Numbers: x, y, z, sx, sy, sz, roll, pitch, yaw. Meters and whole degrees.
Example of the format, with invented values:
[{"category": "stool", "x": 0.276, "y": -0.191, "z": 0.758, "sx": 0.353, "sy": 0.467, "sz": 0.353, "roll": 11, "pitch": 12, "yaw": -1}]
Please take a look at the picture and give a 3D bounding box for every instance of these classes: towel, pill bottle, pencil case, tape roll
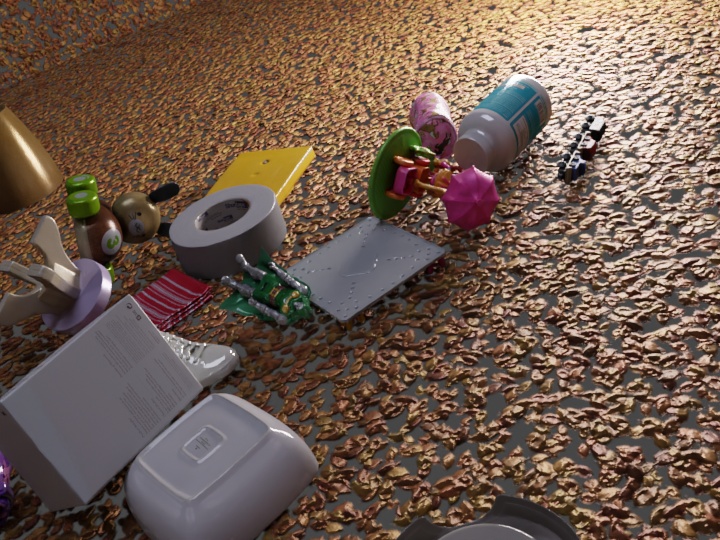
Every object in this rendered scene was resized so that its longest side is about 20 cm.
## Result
[{"category": "towel", "x": -0.345, "y": 0.069, "z": 1.395, "sx": 0.199, "sy": 0.023, "sz": 0.143, "roll": -37, "pitch": 35, "yaw": -27}, {"category": "pill bottle", "x": 0.238, "y": -0.244, "z": 1.484, "sx": 0.109, "sy": 0.113, "sz": 0.200, "roll": 11, "pitch": 42, "yaw": 39}, {"category": "pencil case", "x": 0.129, "y": -0.259, "z": 1.567, "sx": 0.082, "sy": 0.087, "sz": 0.201, "roll": -32, "pitch": 19, "yaw": 13}, {"category": "tape roll", "x": -0.230, "y": -0.070, "z": 1.508, "sx": 0.195, "sy": 0.067, "sz": 0.202, "roll": -14, "pitch": 32, "yaw": 9}]

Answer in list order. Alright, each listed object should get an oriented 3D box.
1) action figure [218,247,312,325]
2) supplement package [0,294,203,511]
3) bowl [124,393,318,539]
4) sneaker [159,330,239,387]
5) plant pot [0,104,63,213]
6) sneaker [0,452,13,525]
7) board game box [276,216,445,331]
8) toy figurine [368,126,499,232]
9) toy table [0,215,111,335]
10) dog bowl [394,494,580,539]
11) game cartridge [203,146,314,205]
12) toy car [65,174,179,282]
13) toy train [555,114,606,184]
[{"category": "action figure", "x": -0.133, "y": 0.032, "z": 1.292, "sx": 0.198, "sy": 0.055, "sz": 0.120, "roll": 22, "pitch": 77, "yaw": 46}, {"category": "supplement package", "x": -0.333, "y": 0.164, "z": 1.067, "sx": 0.200, "sy": 0.153, "sz": 0.150, "roll": -45, "pitch": 12, "yaw": -37}, {"category": "bowl", "x": -0.171, "y": 0.228, "z": 1.007, "sx": 0.199, "sy": 0.076, "sz": 0.198, "roll": -38, "pitch": 38, "yaw": -28}, {"category": "sneaker", "x": -0.269, "y": 0.119, "z": 1.217, "sx": 0.195, "sy": 0.086, "sz": 0.073, "roll": -7, "pitch": 31, "yaw": 15}, {"category": "plant pot", "x": -0.811, "y": -0.265, "z": 1.988, "sx": 0.182, "sy": 0.203, "sz": 0.188, "roll": -13, "pitch": 32, "yaw": 8}, {"category": "sneaker", "x": -0.470, "y": 0.276, "z": 1.094, "sx": 0.086, "sy": 0.082, "sz": 0.202, "roll": -1, "pitch": 39, "yaw": 14}, {"category": "board game box", "x": 0.000, "y": 0.000, "z": 1.315, "sx": 0.198, "sy": 0.026, "sz": 0.199, "roll": -33, "pitch": 34, "yaw": -23}, {"category": "toy figurine", "x": 0.139, "y": -0.127, "z": 1.373, "sx": 0.181, "sy": 0.154, "sz": 0.198, "roll": 23, "pitch": 18, "yaw": 29}, {"category": "toy table", "x": -0.502, "y": 0.020, "z": 1.409, "sx": 0.197, "sy": 0.116, "sz": 0.188, "roll": -11, "pitch": 57, "yaw": 43}, {"category": "dog bowl", "x": 0.110, "y": 0.295, "z": 0.767, "sx": 0.195, "sy": 0.060, "sz": 0.202, "roll": -14, "pitch": 31, "yaw": 8}, {"category": "game cartridge", "x": -0.200, "y": -0.174, "z": 1.691, "sx": 0.172, "sy": 0.033, "sz": 0.202, "roll": -2, "pitch": 38, "yaw": 26}, {"category": "toy car", "x": -0.412, "y": -0.085, "z": 1.555, "sx": 0.195, "sy": 0.168, "sz": 0.158, "roll": -12, "pitch": 29, "yaw": -15}, {"category": "toy train", "x": 0.366, "y": -0.200, "z": 1.427, "sx": 0.045, "sy": 0.035, "sz": 0.201, "roll": 15, "pitch": 42, "yaw": 24}]
